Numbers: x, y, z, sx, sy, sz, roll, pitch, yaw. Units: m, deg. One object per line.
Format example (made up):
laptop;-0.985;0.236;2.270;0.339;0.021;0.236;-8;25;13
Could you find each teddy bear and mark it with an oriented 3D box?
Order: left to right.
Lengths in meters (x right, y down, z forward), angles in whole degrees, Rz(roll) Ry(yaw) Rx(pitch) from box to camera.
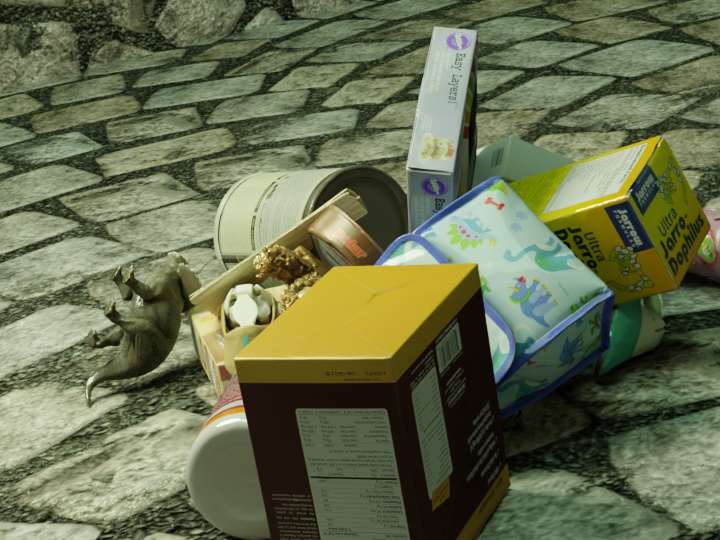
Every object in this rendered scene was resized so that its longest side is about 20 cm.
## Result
teddy bear;-0.044;0.041;1.664;0.067;0.145;0.200;-49;30;6

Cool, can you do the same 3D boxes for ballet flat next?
ballet flat;-0.106;0.046;1.725;0.068;0.064;0.200;-11;19;-3
ballet flat;0.265;0.041;1.717;0.070;0.068;0.201;16;31;0

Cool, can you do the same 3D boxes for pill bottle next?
pill bottle;-0.076;0.140;1.524;0.112;0.114;0.200;-6;19;11

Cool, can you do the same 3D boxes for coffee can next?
coffee can;-0.054;-0.041;1.957;0.146;0.148;0.199;-22;13;-33

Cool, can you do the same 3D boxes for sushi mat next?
sushi mat;-0.082;-0.017;1.791;0.199;0.012;0.096;-34;-16;7

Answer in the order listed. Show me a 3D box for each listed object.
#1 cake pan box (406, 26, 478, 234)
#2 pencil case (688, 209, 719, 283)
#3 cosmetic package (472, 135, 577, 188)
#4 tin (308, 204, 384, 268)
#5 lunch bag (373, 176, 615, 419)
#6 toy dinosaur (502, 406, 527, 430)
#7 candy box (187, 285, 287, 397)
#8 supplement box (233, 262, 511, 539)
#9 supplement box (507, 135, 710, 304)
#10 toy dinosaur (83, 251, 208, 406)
cake pan box;0.082;-0.109;1.716;0.052;0.185;0.201;6;51;6
pencil case;0.362;-0.033;1.863;0.087;0.088;0.199;-19;19;-27
cosmetic package;0.175;-0.080;1.882;0.150;0.052;0.200;17;-13;-20
tin;0.000;0.000;1.753;0.042;0.112;0.200;-47;-14;-8
lunch bag;0.100;0.041;1.561;0.199;0.128;0.170;-34;61;-14
toy dinosaur;0.066;0.122;1.628;0.100;0.059;0.199;-5;20;-38
candy box;-0.107;0.078;1.820;0.114;0.056;0.200;-14;19;-11
supplement box;0.017;0.123;1.387;0.132;0.202;0.197;-1;20;25
supplement box;0.216;-0.034;1.689;0.199;0.110;0.109;-16;25;40
toy dinosaur;-0.225;0.056;1.832;0.077;0.102;0.202;-18;48;56
